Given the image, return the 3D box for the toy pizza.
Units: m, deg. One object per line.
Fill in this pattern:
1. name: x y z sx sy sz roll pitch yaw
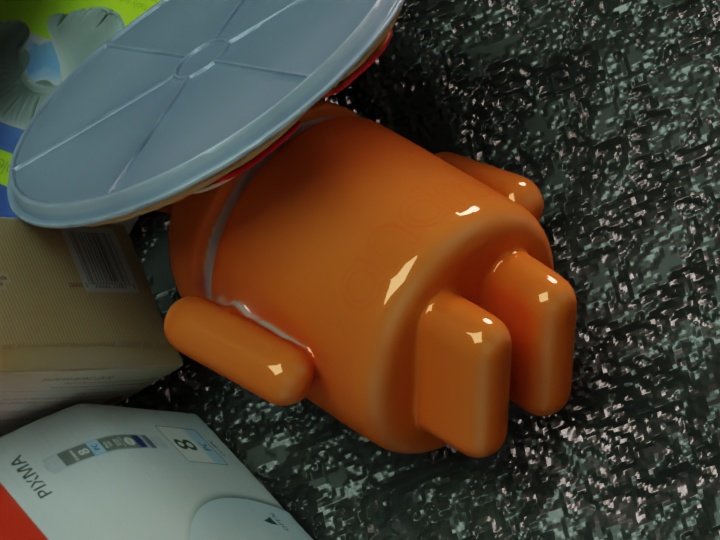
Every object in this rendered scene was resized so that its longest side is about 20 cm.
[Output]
1. toy pizza: -0.059 -0.077 1.182 0.199 0.032 0.201 -27 25 14

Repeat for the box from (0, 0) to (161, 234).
1. box: -0.148 -0.059 1.328 0.122 0.048 0.201 21 77 35

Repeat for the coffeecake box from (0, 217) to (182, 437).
1. coffeecake box: -0.202 0.055 1.205 0.199 0.153 0.073 -30 76 24

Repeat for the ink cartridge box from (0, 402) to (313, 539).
1. ink cartridge box: -0.096 0.113 1.128 0.160 0.199 0.047 45 110 34

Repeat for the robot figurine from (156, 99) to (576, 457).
1. robot figurine: 0.001 0.000 1.187 0.200 0.117 0.144 31 85 35
